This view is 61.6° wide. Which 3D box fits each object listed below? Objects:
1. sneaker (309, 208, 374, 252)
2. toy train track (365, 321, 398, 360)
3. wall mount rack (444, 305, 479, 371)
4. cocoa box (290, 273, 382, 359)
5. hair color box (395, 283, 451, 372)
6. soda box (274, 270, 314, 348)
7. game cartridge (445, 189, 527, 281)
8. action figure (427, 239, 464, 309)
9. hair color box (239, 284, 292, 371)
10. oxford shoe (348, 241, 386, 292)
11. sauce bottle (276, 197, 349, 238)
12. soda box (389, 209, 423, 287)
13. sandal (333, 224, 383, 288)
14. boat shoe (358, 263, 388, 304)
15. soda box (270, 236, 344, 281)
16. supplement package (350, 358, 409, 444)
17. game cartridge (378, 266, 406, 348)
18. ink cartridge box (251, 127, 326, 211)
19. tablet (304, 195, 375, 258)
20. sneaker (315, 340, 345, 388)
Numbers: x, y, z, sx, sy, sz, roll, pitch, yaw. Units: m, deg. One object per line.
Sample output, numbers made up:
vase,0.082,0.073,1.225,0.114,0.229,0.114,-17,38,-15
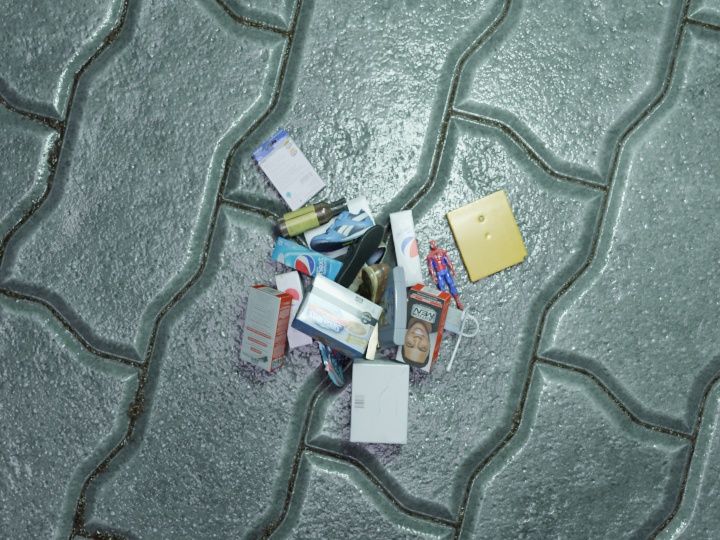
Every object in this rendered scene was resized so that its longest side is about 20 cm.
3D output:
sneaker,-0.053,-0.107,1.623,0.196,0.074,0.084,-19,79,-25
toy train track,0.075,0.201,1.666,0.195,0.033,0.118,16,73,-5
wall mount rack,0.211,0.160,1.625,0.196,0.074,0.178,20,114,20
cocoa box,-0.065,0.123,1.570,0.197,0.133,0.134,28,71,-6
hair color box,0.164,0.148,1.574,0.099,0.061,0.205,17,110,21
soda box,-0.179,0.105,1.658,0.066,0.064,0.206,-12,89,1
game cartridge,0.347,-0.095,1.663,0.172,0.032,0.205,-21,91,1
action figure,0.228,0.014,1.657,0.064,0.052,0.205,-19,87,6
hair color box,-0.253,0.152,1.623,0.109,0.063,0.206,17,102,28
oxford shoe,0.000,0.000,1.642,0.070,0.074,0.202,34,92,-16
sauce bottle,-0.127,-0.147,1.644,0.195,0.065,0.066,-18,89,-1
soda box,0.124,-0.058,1.648,0.062,0.068,0.206,-9,89,1
sandal,-0.013,-0.043,1.587,0.048,0.075,0.202,35,88,35
boat shoe,0.040,0.045,1.594,0.066,0.201,0.073,-25,67,-17
soda box,-0.138,-0.023,1.636,0.196,0.068,0.066,22,90,14
supplement package,0.050,0.347,1.626,0.151,0.111,0.206,2,89,1
game cartridge,0.084,0.098,1.601,0.040,0.133,0.206,3,78,-14
ink cartridge box,-0.197,-0.276,1.672,0.118,0.042,0.202,-37,91,2
tablet,-0.057,-0.112,1.681,0.195,0.014,0.133,-21,89,2
sneaker,-0.066,0.217,1.647,0.093,0.079,0.205,-18,89,-1
